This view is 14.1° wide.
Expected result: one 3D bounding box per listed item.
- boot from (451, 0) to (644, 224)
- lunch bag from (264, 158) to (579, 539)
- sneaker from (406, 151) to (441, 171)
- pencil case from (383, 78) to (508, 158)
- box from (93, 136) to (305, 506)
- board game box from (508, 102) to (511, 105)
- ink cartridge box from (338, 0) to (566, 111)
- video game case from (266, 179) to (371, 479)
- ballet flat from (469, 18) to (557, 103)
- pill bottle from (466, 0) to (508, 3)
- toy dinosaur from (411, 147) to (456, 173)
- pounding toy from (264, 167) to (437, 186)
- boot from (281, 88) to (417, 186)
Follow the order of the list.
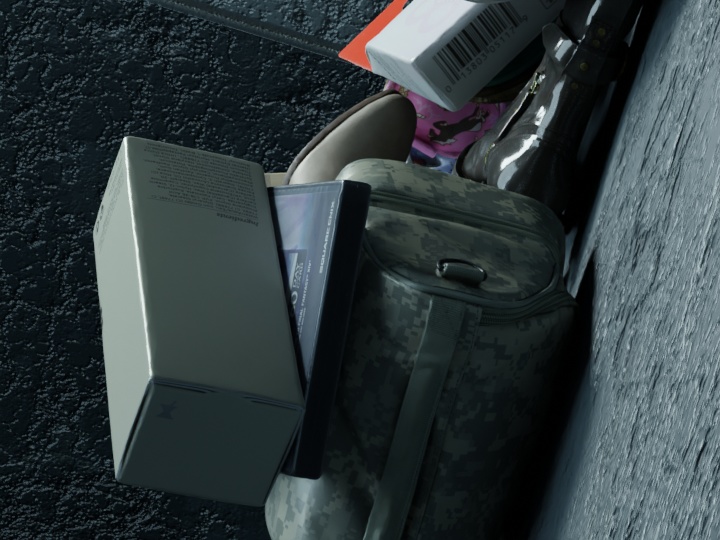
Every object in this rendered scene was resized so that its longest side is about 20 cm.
[{"bbox_3d":[0.117,-0.106,1.631,0.200,0.069,0.175,-99,30,-76],"label":"boot"},{"bbox_3d":[0.025,0.065,1.477,0.168,0.139,0.201,-77,3,-70],"label":"lunch bag"},{"bbox_3d":[0.013,-0.019,1.837,0.115,0.075,0.200,-56,26,2],"label":"sneaker"},{"bbox_3d":[0.066,-0.159,1.871,0.200,0.082,0.087,-76,-22,-49],"label":"pencil case"},{"bbox_3d":[-0.083,0.022,1.447,0.200,0.082,0.069,-99,27,-52],"label":"box"},{"bbox_3d":[0.101,-0.072,1.911,0.200,0.041,0.201,-77,4,-58],"label":"board game box"},{"bbox_3d":[0.064,-0.179,1.749,0.163,0.057,0.200,-44,29,-6],"label":"ink cartridge box"},{"bbox_3d":[-0.042,0.028,1.479,0.200,0.019,0.144,-179,100,-72],"label":"video game case"},{"bbox_3d":[0.115,-0.154,1.783,0.200,0.070,0.065,-57,-30,-35],"label":"ballet flat"},{"bbox_3d":[0.084,-0.203,1.545,0.200,0.112,0.113,-14,57,61],"label":"pill bottle"},{"bbox_3d":[0.028,-0.043,2.001,0.181,0.104,0.201,-1,-83,-72],"label":"toy dinosaur"},{"bbox_3d":[0.011,-0.004,2.168,0.184,0.199,0.143,102,164,-61],"label":"pounding toy"},{"bbox_3d":[0.000,0.000,1.713,0.200,0.070,0.146,-54,41,0],"label":"boot"}]
